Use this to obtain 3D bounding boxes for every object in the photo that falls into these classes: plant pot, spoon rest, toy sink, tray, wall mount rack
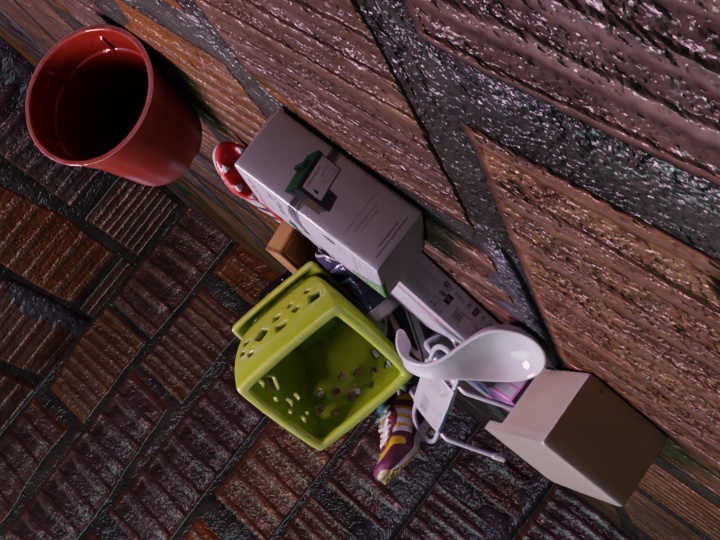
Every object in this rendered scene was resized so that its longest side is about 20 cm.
[{"bbox_3d":[-0.069,0.117,1.370,0.200,0.199,0.182,44,-170,-34],"label":"plant pot"},{"bbox_3d":[0.136,0.108,1.140,0.199,0.061,0.100,-2,135,28],"label":"spoon rest"},{"bbox_3d":[0.269,0.203,1.150,0.130,0.112,0.200,39,169,-6],"label":"toy sink"},{"bbox_3d":[-0.065,-0.024,1.464,0.037,0.099,0.200,19,163,38],"label":"tray"},{"bbox_3d":[0.147,0.189,1.295,0.174,0.074,0.200,50,146,31],"label":"wall mount rack"},{"bbox_3d":[-0.337,-0.220,1.301,0.201,0.201,0.195,36,-178,21],"label":"plant pot"}]

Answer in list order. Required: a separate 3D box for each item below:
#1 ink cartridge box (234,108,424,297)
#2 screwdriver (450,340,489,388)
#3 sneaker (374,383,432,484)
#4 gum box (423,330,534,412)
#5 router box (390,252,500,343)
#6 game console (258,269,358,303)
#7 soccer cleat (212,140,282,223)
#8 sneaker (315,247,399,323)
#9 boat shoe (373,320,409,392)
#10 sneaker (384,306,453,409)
[{"bbox_3d":[-0.030,-0.072,1.006,0.200,0.084,0.146,37,173,12],"label":"ink cartridge box"},{"bbox_3d":[0.132,0.099,1.343,0.200,0.028,0.029,54,178,23],"label":"screwdriver"},{"bbox_3d":[0.051,0.248,1.394,0.090,0.075,0.200,42,-148,3],"label":"sneaker"},{"bbox_3d":[0.204,0.155,1.369,0.200,0.066,0.114,32,170,44],"label":"gum box"},{"bbox_3d":[0.072,0.018,1.227,0.200,0.049,0.179,41,173,-22],"label":"router box"},{"bbox_3d":[-0.074,0.051,1.570,0.200,0.177,0.031,48,177,43],"label":"game console"},{"bbox_3d":[-0.166,-0.135,1.418,0.200,0.069,0.085,38,171,-39],"label":"soccer cleat"},{"bbox_3d":[0.001,-0.001,1.411,0.146,0.077,0.202,49,-177,-2],"label":"sneaker"},{"bbox_3d":[0.081,0.164,1.513,0.200,0.065,0.072,47,-166,7],"label":"boat shoe"},{"bbox_3d":[0.086,0.139,1.450,0.078,0.079,0.201,16,-126,-66],"label":"sneaker"}]
